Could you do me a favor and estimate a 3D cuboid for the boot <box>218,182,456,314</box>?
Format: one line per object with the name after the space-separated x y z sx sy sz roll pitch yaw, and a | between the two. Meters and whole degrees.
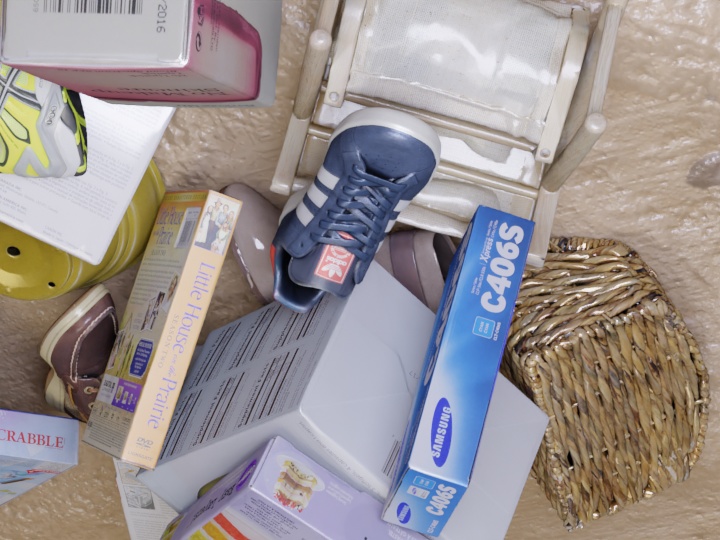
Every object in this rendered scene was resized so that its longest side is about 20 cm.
0.000 0.000 1.708 0.146 0.070 0.201 -22 110 32 | boot

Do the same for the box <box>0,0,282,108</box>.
-0.137 -0.171 1.494 0.127 0.110 0.200 2 177 14 | box

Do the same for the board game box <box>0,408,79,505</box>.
-0.358 0.149 1.886 0.199 0.041 0.199 11 159 -28 | board game box

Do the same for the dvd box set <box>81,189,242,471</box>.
-0.146 0.040 1.676 0.029 0.201 0.146 20 174 -17 | dvd box set

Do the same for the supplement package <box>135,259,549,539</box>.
-0.013 0.127 1.653 0.191 0.148 0.200 42 141 -20 | supplement package

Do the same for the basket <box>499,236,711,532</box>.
0.172 0.065 1.747 0.142 0.149 0.201 -24 130 -8 | basket

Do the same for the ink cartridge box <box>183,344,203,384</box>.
-0.067 0.131 1.854 0.199 0.085 0.145 -7 130 18 | ink cartridge box

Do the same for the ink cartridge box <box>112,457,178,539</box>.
-0.131 0.171 1.816 0.108 0.051 0.201 4 132 13 | ink cartridge box

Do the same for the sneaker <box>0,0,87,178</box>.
-0.238 -0.143 1.554 0.076 0.076 0.201 -10 122 1 | sneaker

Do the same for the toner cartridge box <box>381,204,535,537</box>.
0.065 0.066 1.533 0.043 0.201 0.095 17 151 -1 | toner cartridge box

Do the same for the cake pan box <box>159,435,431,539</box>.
-0.027 0.214 1.602 0.200 0.052 0.184 35 145 -12 | cake pan box

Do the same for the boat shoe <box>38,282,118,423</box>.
-0.204 0.076 1.810 0.072 0.072 0.200 40 153 11 | boat shoe

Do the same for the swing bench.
0.058 -0.122 1.548 0.198 0.130 0.200 16 151 -2 | swing bench

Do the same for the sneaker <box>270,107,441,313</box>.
-0.007 -0.032 1.516 0.075 0.085 0.200 22 150 -9 | sneaker

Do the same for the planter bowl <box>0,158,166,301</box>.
-0.252 -0.038 1.741 0.199 0.084 0.201 8 134 8 | planter bowl

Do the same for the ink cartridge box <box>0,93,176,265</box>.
-0.215 -0.126 1.643 0.160 0.050 0.201 26 96 -10 | ink cartridge box
